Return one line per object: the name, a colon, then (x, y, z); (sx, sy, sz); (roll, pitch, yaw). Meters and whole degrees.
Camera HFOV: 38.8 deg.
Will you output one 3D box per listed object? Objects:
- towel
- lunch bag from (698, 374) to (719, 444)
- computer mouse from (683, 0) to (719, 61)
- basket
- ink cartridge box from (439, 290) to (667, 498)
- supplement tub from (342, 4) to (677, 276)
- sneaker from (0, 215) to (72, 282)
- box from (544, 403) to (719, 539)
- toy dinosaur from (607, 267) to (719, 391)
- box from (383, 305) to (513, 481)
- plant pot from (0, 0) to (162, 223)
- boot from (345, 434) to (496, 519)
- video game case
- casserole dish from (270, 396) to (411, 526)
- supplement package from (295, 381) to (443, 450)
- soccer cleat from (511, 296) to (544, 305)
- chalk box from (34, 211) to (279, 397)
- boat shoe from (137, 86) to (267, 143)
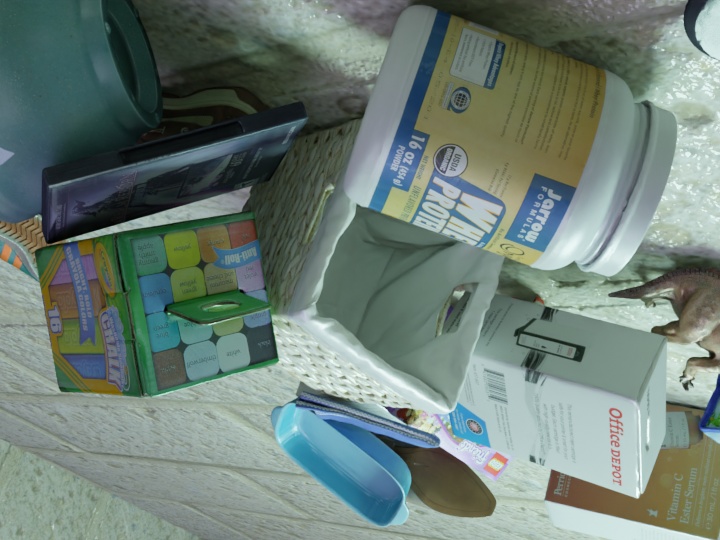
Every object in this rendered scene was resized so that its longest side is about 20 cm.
towel: (0.011, 0.158, 1.046); (0.144, 0.024, 0.200); (17, 173, 6)
lunch bag: (0.456, 0.139, 0.957); (0.170, 0.128, 0.200); (30, 163, -23)
computer mouse: (0.278, -0.162, 0.554); (0.199, 0.053, 0.139); (-5, 147, 18)
basket: (0.000, 0.000, 0.909); (0.200, 0.199, 0.160); (36, 155, -34)
ink cartridge box: (0.181, 0.113, 0.964); (0.199, 0.084, 0.146); (15, 139, 29)
supplement tub: (0.101, -0.086, 0.713); (0.199, 0.145, 0.145); (19, 156, -1)
sneaker: (-0.435, -0.044, 1.282); (0.080, 0.072, 0.200); (4, 147, 39)
box: (0.337, 0.243, 1.226); (0.199, 0.153, 0.106); (8, 155, 20)
toy dinosaur: (0.327, 0.043, 0.909); (0.200, 0.086, 0.136); (35, 146, -6)
box: (0.131, 0.147, 1.191); (0.200, 0.137, 0.039); (36, -178, -35)
plant pot: (-0.236, -0.151, 0.794); (0.133, 0.201, 0.201); (-15, 148, 7)
boot: (0.060, 0.263, 1.265); (0.199, 0.070, 0.146); (29, 153, 6)
video game case: (-0.150, -0.075, 0.803); (0.199, 0.019, 0.143); (-20, 172, -21)
casserole dish: (-0.017, 0.216, 1.192); (0.200, 0.039, 0.121); (37, 142, 13)
supplement package: (0.043, 0.142, 1.259); (0.121, 0.120, 0.200); (-7, 146, 45)
soccer cleat: (0.206, 0.103, 1.114); (0.069, 0.078, 0.200); (-4, 148, 40)
chalk box: (-0.150, 0.025, 0.795); (0.124, 0.125, 0.199); (-12, -177, -40)
boat shoe: (-0.176, -0.117, 0.929); (0.202, 0.075, 0.075); (-5, 147, 41)
